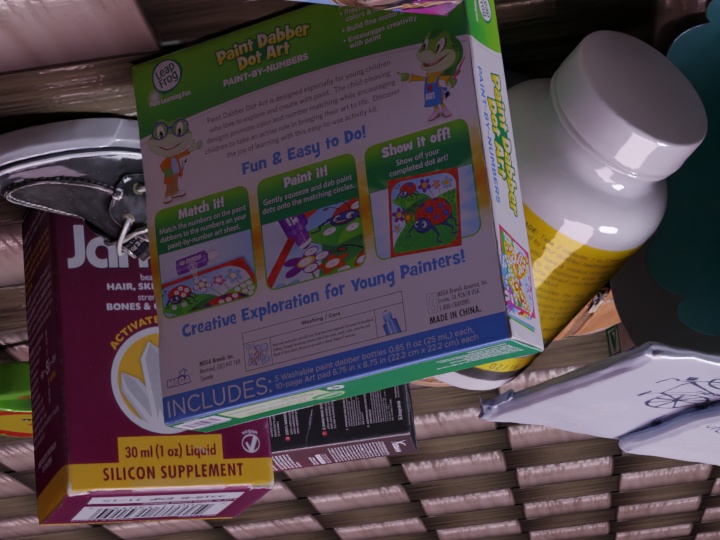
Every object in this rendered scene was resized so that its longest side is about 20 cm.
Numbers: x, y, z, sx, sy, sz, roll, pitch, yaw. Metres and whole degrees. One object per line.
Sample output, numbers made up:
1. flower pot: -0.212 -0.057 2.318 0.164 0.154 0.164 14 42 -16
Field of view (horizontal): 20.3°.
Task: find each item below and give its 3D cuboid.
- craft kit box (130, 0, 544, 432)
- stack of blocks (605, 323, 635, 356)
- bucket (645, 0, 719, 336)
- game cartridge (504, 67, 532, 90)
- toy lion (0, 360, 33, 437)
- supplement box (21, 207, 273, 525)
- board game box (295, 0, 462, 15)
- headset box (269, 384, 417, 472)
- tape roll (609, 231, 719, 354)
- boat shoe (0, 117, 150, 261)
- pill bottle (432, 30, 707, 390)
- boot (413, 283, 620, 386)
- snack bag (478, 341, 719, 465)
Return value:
1. craft kit box: -0.017 -0.035 1.007 0.200 0.198 0.048 -15 165 27
2. stack of blocks: 0.250 0.046 1.533 0.058 0.115 0.200 -3 164 -13
3. bucket: 0.259 -0.053 1.065 0.135 0.208 0.207 2 162 -32
4. game cartridge: 0.006 -0.051 1.144 0.133 0.041 0.200 14 133 -43
5. toy lion: -0.260 0.109 1.656 0.191 0.069 0.200 -5 165 20
6. supplement box: -0.133 0.050 1.238 0.131 0.200 0.103 -1 162 -19
7. board game box: -0.005 -0.170 0.824 0.199 0.043 0.200 3 161 -26
8. headset box: -0.069 0.064 1.406 0.200 0.149 0.075 -9 164 4
9. tape roll: 0.265 0.003 1.241 0.202 0.203 0.139 -12 163 16
10. boat shoe: -0.124 -0.042 1.160 0.200 0.071 0.072 2 161 -29
11. pill bottle: 0.096 -0.033 1.091 0.111 0.111 0.200 5 140 -35
12. boot: 0.118 0.027 1.477 0.200 0.077 0.155 -7 166 -7
13. snack bag: 0.192 0.080 1.116 0.200 0.021 0.189 12 162 -23
